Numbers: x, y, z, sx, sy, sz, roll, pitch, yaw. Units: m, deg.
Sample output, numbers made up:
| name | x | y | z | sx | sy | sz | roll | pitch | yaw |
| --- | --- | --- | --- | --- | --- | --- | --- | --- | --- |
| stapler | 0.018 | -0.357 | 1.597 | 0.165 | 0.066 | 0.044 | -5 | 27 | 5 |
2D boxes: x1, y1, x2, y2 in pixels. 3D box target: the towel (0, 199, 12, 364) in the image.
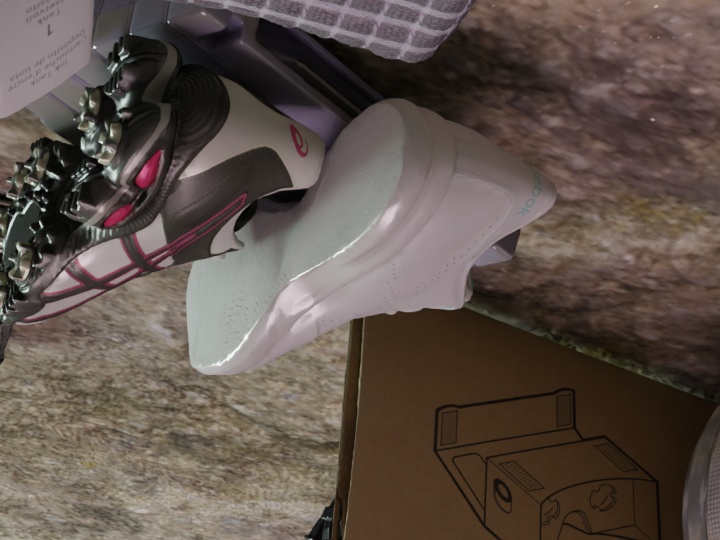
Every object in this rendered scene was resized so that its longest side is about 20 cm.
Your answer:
| name | x | y | z | sx | sy | sz | roll | pitch | yaw |
| --- | --- | --- | --- | --- | --- | --- | --- | --- | --- |
| towel | -0.265 | -0.005 | 1.060 | 0.191 | 0.035 | 0.200 | 16 | 153 | -7 |

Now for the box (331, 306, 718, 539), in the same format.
| name | x | y | z | sx | sy | sz | roll | pitch | yaw |
| --- | --- | --- | --- | --- | --- | --- | --- | --- | --- |
| box | 0.083 | 0.098 | 0.965 | 0.199 | 0.164 | 0.021 | 21 | 135 | -17 |

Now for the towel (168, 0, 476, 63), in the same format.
| name | x | y | z | sx | sy | sz | roll | pitch | yaw |
| --- | --- | --- | --- | --- | --- | --- | --- | --- | --- |
| towel | -0.032 | -0.141 | 0.626 | 0.199 | 0.086 | 0.166 | 17 | 155 | -9 |

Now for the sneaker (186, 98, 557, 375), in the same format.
| name | x | y | z | sx | sy | sz | roll | pitch | yaw |
| --- | --- | --- | --- | --- | --- | --- | --- | --- | --- |
| sneaker | 0.000 | 0.000 | 0.848 | 0.088 | 0.076 | 0.200 | 13 | 155 | -29 |

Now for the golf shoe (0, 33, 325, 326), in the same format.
| name | x | y | z | sx | sy | sz | roll | pitch | yaw |
| --- | --- | --- | --- | --- | --- | --- | --- | --- | --- |
| golf shoe | -0.092 | -0.019 | 0.840 | 0.088 | 0.078 | 0.200 | 16 | 155 | -24 |

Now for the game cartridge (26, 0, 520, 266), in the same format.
| name | x | y | z | sx | sy | sz | roll | pitch | yaw |
| --- | --- | --- | --- | --- | --- | --- | --- | --- | --- |
| game cartridge | -0.041 | -0.052 | 0.868 | 0.129 | 0.039 | 0.200 | -6 | 149 | 41 |

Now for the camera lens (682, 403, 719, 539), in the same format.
| name | x | y | z | sx | sy | sz | roll | pitch | yaw |
| --- | --- | --- | --- | --- | --- | --- | --- | --- | --- |
| camera lens | 0.250 | 0.104 | 0.900 | 0.159 | 0.161 | 0.200 | 26 | 151 | -25 |

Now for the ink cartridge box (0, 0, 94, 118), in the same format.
| name | x | y | z | sx | sy | sz | roll | pitch | yaw |
| --- | --- | --- | --- | --- | --- | --- | --- | --- | --- |
| ink cartridge box | -0.158 | -0.122 | 0.637 | 0.200 | 0.043 | 0.174 | 46 | 156 | 15 |

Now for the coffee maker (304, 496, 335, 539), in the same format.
| name | x | y | z | sx | sy | sz | roll | pitch | yaw |
| --- | --- | --- | --- | --- | --- | --- | --- | --- | --- |
| coffee maker | 0.106 | 0.192 | 1.208 | 0.200 | 0.135 | 0.192 | 34 | -175 | -36 |
